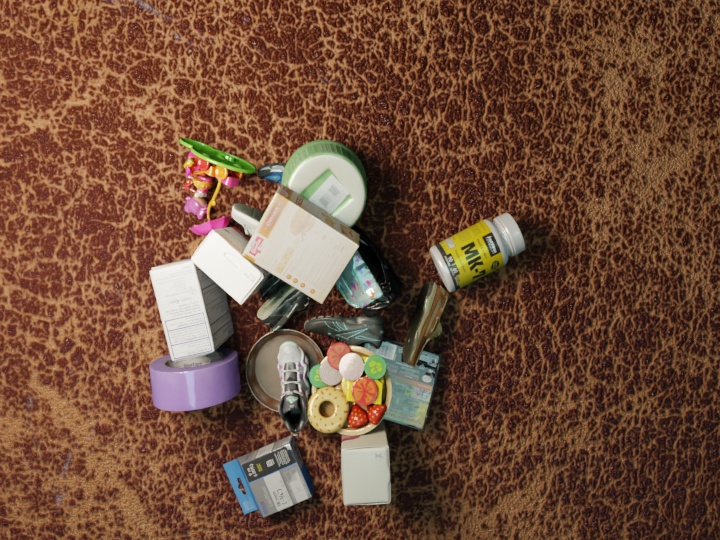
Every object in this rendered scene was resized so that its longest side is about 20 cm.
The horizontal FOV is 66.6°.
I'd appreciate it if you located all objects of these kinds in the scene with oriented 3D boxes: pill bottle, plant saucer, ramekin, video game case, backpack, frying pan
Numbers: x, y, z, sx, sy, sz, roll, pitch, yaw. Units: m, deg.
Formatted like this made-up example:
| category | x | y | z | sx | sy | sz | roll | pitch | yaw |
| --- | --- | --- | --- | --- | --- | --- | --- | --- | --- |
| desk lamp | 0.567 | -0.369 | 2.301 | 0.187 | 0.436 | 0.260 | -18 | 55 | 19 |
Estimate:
| category | x | y | z | sx | sy | sz | roll | pitch | yaw |
| --- | --- | --- | --- | --- | --- | --- | --- | --- | --- |
| pill bottle | 0.268 | -0.045 | 1.259 | 0.196 | 0.114 | 0.117 | -27 | 96 | 3 |
| plant saucer | -0.179 | 0.241 | 1.331 | 0.193 | 0.035 | 0.207 | 0 | 97 | 0 |
| ramekin | -0.076 | -0.174 | 1.194 | 0.193 | 0.098 | 0.206 | -3 | 111 | -7 |
| video game case | 0.082 | 0.267 | 1.318 | 0.194 | 0.026 | 0.186 | 16 | 82 | -2 |
| backpack | 0.000 | 0.000 | 1.247 | 0.125 | 0.167 | 0.203 | -35 | 89 | 9 |
| frying pan | -0.167 | 0.004 | 1.243 | 0.031 | 0.114 | 0.190 | 49 | 129 | 3 |

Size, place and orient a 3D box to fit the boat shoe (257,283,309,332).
| category | x | y | z | sx | sy | sz | roll | pitch | yaw |
| --- | --- | --- | --- | --- | --- | --- | --- | --- | --- |
| boat shoe | -0.151 | 0.060 | 1.296 | 0.199 | 0.072 | 0.068 | -43 | 113 | -4 |

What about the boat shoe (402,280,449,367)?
| category | x | y | z | sx | sy | sz | roll | pitch | yaw |
| --- | --- | --- | --- | --- | --- | --- | --- | --- | --- |
| boat shoe | 0.160 | 0.130 | 1.291 | 0.072 | 0.076 | 0.205 | 20 | 87 | -12 |

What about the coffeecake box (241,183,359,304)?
| category | x | y | z | sx | sy | sz | roll | pitch | yaw |
| --- | --- | --- | --- | --- | --- | --- | --- | --- | --- |
| coffeecake box | -0.122 | -0.054 | 1.140 | 0.197 | 0.073 | 0.155 | 31 | 109 | -12 |

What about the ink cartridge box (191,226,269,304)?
| category | x | y | z | sx | sy | sz | roll | pitch | yaw |
| --- | --- | --- | --- | --- | --- | --- | --- | --- | --- |
| ink cartridge box | -0.274 | -0.018 | 1.218 | 0.146 | 0.200 | 0.083 | 42 | 96 | -4 |

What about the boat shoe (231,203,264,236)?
| category | x | y | z | sx | sy | sz | roll | pitch | yaw |
| --- | --- | --- | --- | --- | --- | --- | --- | --- | --- |
| boat shoe | -0.216 | -0.079 | 1.258 | 0.200 | 0.075 | 0.065 | 33 | 105 | -30 |

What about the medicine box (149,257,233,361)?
| category | x | y | z | sx | sy | sz | roll | pitch | yaw |
| --- | --- | --- | --- | --- | --- | --- | --- | --- | --- |
| medicine box | -0.373 | 0.076 | 1.238 | 0.100 | 0.182 | 0.206 | -11 | 96 | 2 |

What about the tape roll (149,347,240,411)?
| category | x | y | z | sx | sy | sz | roll | pitch | yaw |
| --- | --- | --- | --- | --- | --- | --- | --- | --- | --- |
| tape roll | -0.374 | 0.243 | 1.248 | 0.193 | 0.200 | 0.088 | -3 | 97 | 0 |

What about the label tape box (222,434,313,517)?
| category | x | y | z | sx | sy | sz | roll | pitch | yaw |
| --- | --- | --- | --- | --- | --- | --- | --- | --- | --- |
| label tape box | -0.231 | 0.517 | 1.347 | 0.195 | 0.063 | 0.148 | -23 | 95 | 2 |

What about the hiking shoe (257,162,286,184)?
| category | x | y | z | sx | sy | sz | roll | pitch | yaw |
| --- | --- | --- | --- | --- | --- | --- | --- | --- | --- |
| hiking shoe | -0.144 | -0.197 | 1.261 | 0.193 | 0.074 | 0.090 | 7 | 96 | -1 |

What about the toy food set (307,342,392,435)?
| category | x | y | z | sx | sy | sz | roll | pitch | yaw |
| --- | --- | --- | --- | --- | --- | --- | --- | --- | --- |
| toy food set | -0.025 | 0.268 | 1.239 | 0.194 | 0.049 | 0.205 | 2 | 79 | 13 |

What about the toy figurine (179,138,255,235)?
| category | x | y | z | sx | sy | sz | roll | pitch | yaw |
| --- | --- | --- | --- | --- | --- | --- | --- | --- | --- |
| toy figurine | -0.354 | -0.177 | 1.250 | 0.196 | 0.149 | 0.189 | 27 | 106 | 19 |

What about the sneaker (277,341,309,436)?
| category | x | y | z | sx | sy | sz | roll | pitch | yaw |
| --- | --- | --- | --- | --- | --- | --- | --- | --- | --- |
| sneaker | -0.153 | 0.273 | 1.247 | 0.075 | 0.140 | 0.206 | -10 | 97 | 2 |

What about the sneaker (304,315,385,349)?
| category | x | y | z | sx | sy | sz | roll | pitch | yaw |
| --- | --- | --- | --- | --- | --- | --- | --- | --- | --- |
| sneaker | -0.039 | 0.145 | 1.287 | 0.193 | 0.075 | 0.082 | -1 | 85 | 9 |

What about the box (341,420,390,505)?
| category | x | y | z | sx | sy | sz | roll | pitch | yaw |
| --- | --- | --- | --- | --- | --- | --- | --- | --- | --- |
| box | 0.010 | 0.429 | 1.268 | 0.105 | 0.200 | 0.132 | -3 | 96 | -1 |
